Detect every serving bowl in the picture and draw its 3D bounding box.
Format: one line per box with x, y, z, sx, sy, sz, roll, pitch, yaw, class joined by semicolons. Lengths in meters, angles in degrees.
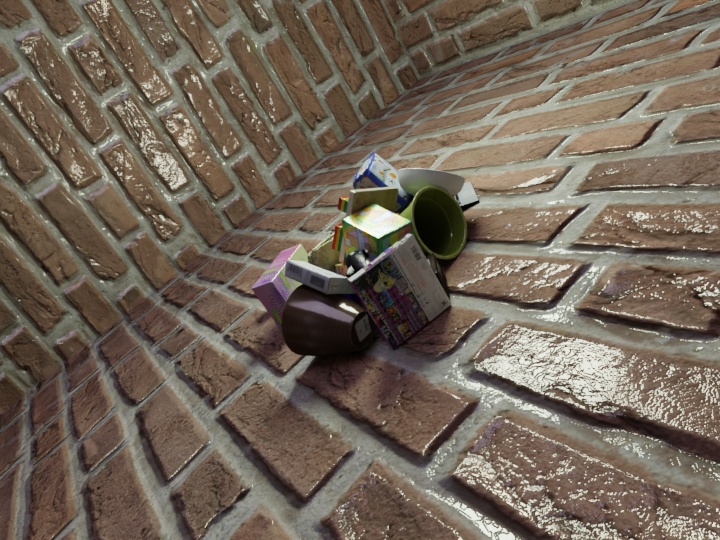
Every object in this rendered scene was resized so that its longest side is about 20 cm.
0.199;-0.242;1.630;0.195;0.068;0.200;9;1;0;serving bowl

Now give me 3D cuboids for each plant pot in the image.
0.164;-0.108;1.586;0.200;0.201;0.189;-48;14;-33;plant pot
-0.066;0.134;1.420;0.197;0.190;0.187;5;41;40;plant pot

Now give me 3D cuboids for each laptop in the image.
0.260;-0.273;1.809;0.195;0.118;0.188;-16;25;10;laptop

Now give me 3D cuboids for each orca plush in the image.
-0.003;0.021;1.402;0.069;0.107;0.202;-10;51;-20;orca plush

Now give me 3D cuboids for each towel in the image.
-0.099;-0.011;1.722;0.036;0.204;0.148;24;45;29;towel

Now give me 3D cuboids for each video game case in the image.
0.094;0.050;1.305;0.180;0.202;0.036;-37;20;-8;video game case

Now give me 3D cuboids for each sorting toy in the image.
0.008;-0.139;1.612;0.069;0.205;0.196;24;24;36;sorting toy

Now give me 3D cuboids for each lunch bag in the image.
0.067;-0.264;1.748;0.125;0.169;0.200;-51;12;12;lunch bag

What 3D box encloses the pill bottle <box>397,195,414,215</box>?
0.172;-0.174;1.779;0.111;0.114;0.201;-26;23;18;pill bottle

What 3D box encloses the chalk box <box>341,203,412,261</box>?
0.059;-0.071;1.480;0.123;0.126;0.198;-27;38;-32;chalk box

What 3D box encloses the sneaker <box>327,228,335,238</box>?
-0.094;-0.046;1.838;0.073;0.082;0.202;11;47;21;sneaker

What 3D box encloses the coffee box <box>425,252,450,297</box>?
0.118;0.054;1.422;0.197;0.081;0.114;-28;21;14;coffee box

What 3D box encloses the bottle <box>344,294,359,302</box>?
-0.099;0.104;1.646;0.197;0.066;0.084;-27;11;18;bottle

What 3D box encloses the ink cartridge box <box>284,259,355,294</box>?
-0.076;0.019;1.476;0.160;0.059;0.198;19;13;37;ink cartridge box

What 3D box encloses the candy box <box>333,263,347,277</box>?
0.000;0.000;1.633;0.113;0.057;0.200;-10;4;-16;candy box

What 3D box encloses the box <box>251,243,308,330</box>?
-0.215;0.054;1.767;0.095;0.178;0.201;-17;27;35;box
